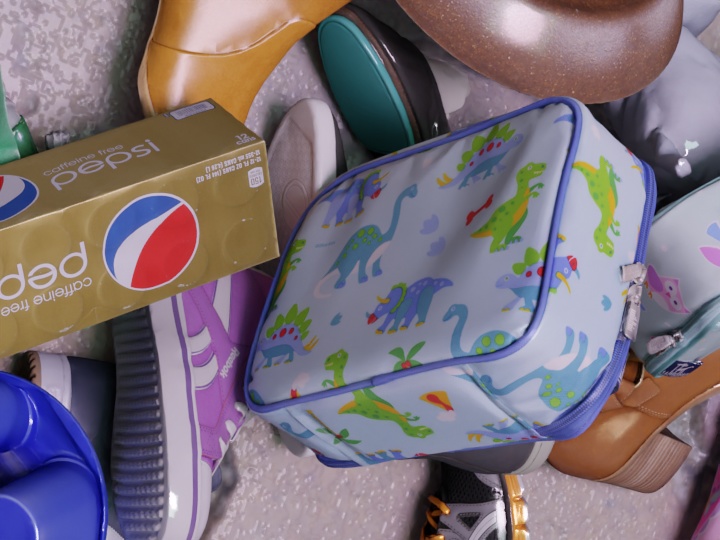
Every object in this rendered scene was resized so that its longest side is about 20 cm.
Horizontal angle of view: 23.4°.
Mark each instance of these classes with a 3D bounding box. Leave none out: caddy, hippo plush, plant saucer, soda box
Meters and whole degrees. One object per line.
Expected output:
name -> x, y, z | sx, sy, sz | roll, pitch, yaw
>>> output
caddy -> -0.217, 0.138, 0.842 | 0.200, 0.105, 0.142 | -43, 81, 7
hippo plush -> 0.165, -0.109, 1.032 | 0.199, 0.159, 0.161 | -22, 74, -38
plant saucer -> 0.094, -0.181, 0.910 | 0.199, 0.037, 0.201 | 14, 56, -22
soda box -> -0.142, -0.014, 0.823 | 0.199, 0.064, 0.068 | -20, 124, -22

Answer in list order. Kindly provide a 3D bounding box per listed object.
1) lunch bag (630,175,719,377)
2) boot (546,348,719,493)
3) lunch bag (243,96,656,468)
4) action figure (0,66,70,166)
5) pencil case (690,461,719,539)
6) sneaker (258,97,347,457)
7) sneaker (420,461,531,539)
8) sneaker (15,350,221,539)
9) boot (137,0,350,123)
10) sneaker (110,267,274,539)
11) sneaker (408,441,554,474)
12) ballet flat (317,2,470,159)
lunch bag -> 0.227, -0.022, 0.943 | 0.199, 0.160, 0.077 | -30, 81, -18
boot -> 0.165, 0.032, 1.049 | 0.155, 0.077, 0.201 | 27, 100, -39
lunch bag -> 0.044, 0.007, 0.841 | 0.082, 0.199, 0.161 | 38, 52, -33
action figure -> -0.180, -0.054, 0.876 | 0.055, 0.118, 0.201 | -40, 120, -30
pencil case -> 0.257, 0.155, 1.118 | 0.087, 0.087, 0.201 | 25, 83, -26
sneaker -> 0.000, 0.000, 0.982 | 0.099, 0.071, 0.201 | -8, 103, -29
sneaker -> 0.059, 0.180, 1.027 | 0.077, 0.078, 0.201 | -3, 89, -6
sneaker -> -0.136, 0.147, 0.925 | 0.108, 0.070, 0.201 | 6, 90, -25
boot -> -0.050, -0.126, 0.914 | 0.143, 0.071, 0.202 | -19, 98, 4
sneaker -> -0.066, 0.065, 0.889 | 0.114, 0.073, 0.201 | 17, 43, -23
sneaker -> 0.066, 0.012, 0.943 | 0.106, 0.075, 0.201 | 7, 90, -39
ballet flat -> 0.035, -0.073, 0.995 | 0.068, 0.068, 0.201 | -36, 120, -29
